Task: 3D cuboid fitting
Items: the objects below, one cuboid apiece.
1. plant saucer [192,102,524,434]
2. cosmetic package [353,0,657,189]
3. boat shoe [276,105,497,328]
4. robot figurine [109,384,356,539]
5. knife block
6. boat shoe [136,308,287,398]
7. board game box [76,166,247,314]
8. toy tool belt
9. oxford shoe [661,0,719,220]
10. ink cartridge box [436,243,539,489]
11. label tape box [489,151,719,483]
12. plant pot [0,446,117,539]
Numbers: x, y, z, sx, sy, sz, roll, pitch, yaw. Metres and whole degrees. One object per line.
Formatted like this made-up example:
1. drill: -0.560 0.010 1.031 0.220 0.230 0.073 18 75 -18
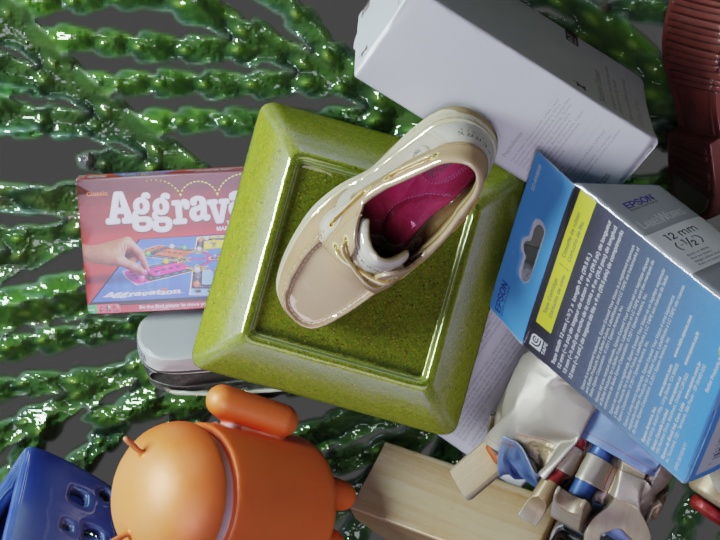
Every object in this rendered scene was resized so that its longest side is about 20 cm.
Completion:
1. plant saucer: 0.000 0.000 1.555 0.200 0.048 0.200 15 91 -3
2. cosmetic package: 0.097 -0.133 1.502 0.200 0.113 0.081 31 114 -16
3. boat shoe: 0.012 -0.026 1.465 0.074 0.069 0.200 36 116 -16
4. robot figurine: -0.099 0.170 1.618 0.200 0.117 0.144 11 131 -40
5. knife block: 0.115 0.199 1.641 0.200 0.064 0.176 36 155 -15
6. boat shoe: -0.064 0.058 1.630 0.200 0.071 0.064 -1 140 6
7. board game box: -0.104 -0.024 1.600 0.200 0.019 0.103 -3 102 3
8. toy tool belt: 0.170 0.151 1.548 0.200 0.125 0.123 32 91 21
9. oxford shoe: 0.259 -0.138 1.533 0.075 0.070 0.200 -12 116 -26
10. ink cartridge box: 0.086 0.044 1.640 0.200 0.057 0.163 36 114 7
11. label tape box: 0.186 0.023 1.467 0.066 0.200 0.143 -18 137 -37
12. plant pot: -0.222 0.285 1.657 0.180 0.200 0.200 23 133 -17
